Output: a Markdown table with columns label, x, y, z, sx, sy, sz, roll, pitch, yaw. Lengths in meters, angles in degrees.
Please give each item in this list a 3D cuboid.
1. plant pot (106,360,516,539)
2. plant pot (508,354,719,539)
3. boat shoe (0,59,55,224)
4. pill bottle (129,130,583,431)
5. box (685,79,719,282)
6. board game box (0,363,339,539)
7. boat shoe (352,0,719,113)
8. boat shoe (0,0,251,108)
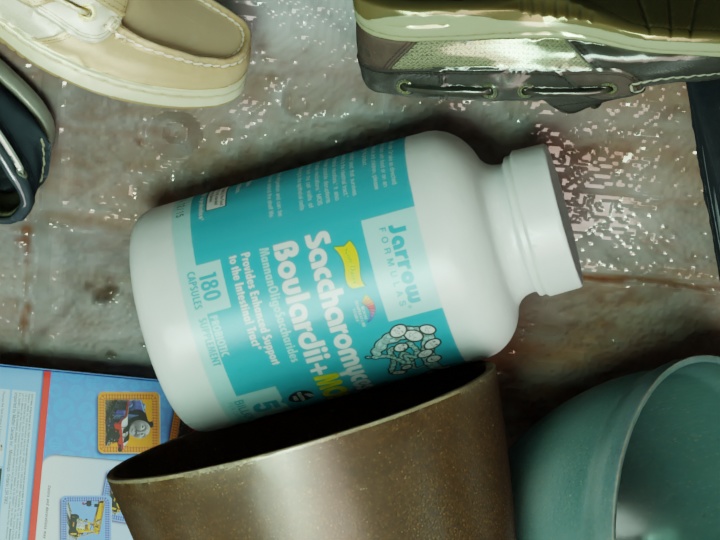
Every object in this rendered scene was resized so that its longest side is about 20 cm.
| label | x | y | z | sx | sy | sz | roll | pitch | yaw |
| --- | --- | --- | --- | --- | --- | --- | --- | --- | --- |
| plant pot | 0.000 | 0.164 | 1.294 | 0.186 | 0.187 | 0.201 | -16 | 93 | 8 |
| plant pot | 0.125 | 0.149 | 1.389 | 0.134 | 0.201 | 0.200 | -9 | 129 | 37 |
| boat shoe | -0.224 | -0.092 | 1.269 | 0.075 | 0.062 | 0.200 | -35 | 118 | 23 |
| pill bottle | 0.000 | 0.000 | 1.314 | 0.199 | 0.111 | 0.111 | -16 | 124 | 8 |
| box | 0.217 | -0.007 | 1.265 | 0.104 | 0.200 | 0.148 | -12 | 125 | 5 |
| board game box | -0.105 | 0.129 | 1.383 | 0.199 | 0.152 | 0.037 | 5 | 167 | -6 |
| boat shoe | 0.095 | -0.106 | 1.275 | 0.200 | 0.072 | 0.066 | 3 | 131 | 0 |
| boat shoe | -0.133 | -0.135 | 1.238 | 0.200 | 0.074 | 0.069 | 21 | 127 | -15 |
